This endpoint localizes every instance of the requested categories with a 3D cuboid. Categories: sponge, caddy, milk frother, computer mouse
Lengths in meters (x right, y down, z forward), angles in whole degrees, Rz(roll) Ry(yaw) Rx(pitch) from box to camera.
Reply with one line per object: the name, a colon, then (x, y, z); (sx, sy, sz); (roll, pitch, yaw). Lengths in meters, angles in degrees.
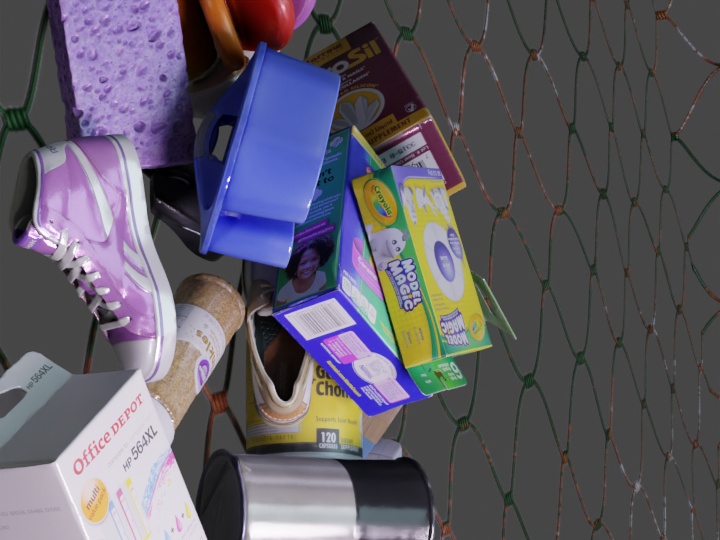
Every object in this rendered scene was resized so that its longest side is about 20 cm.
sponge: (-0.201, -0.184, 1.280); (0.111, 0.030, 0.201); (-10, 93, -36)
caddy: (-0.089, -0.099, 1.300); (0.142, 0.104, 0.201); (116, -12, -51)
milk frother: (-0.028, 0.258, 1.325); (0.187, 0.200, 0.181); (5, 99, -26)
computer mouse: (-0.160, -0.050, 1.366); (0.200, 0.046, 0.141); (51, 39, -49)

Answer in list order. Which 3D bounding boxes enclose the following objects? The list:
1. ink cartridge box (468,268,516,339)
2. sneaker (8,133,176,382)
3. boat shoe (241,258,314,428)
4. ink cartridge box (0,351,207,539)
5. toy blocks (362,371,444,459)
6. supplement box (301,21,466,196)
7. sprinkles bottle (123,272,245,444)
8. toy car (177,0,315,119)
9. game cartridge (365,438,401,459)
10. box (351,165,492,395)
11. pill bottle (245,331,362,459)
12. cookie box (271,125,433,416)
ink cartridge box: (0.074, 0.022, 1.683); (0.059, 0.200, 0.104); (-41, 130, -13)
sneaker: (-0.218, -0.002, 1.199); (0.114, 0.072, 0.201); (-14, 88, -44)
boat shoe: (-0.069, 0.038, 1.393); (0.068, 0.074, 0.201); (111, -26, -72)
ink cartridge box: (-0.211, 0.169, 1.099); (0.129, 0.125, 0.201); (-54, 132, -56)
toy blocks: (0.010, 0.136, 1.595); (0.100, 0.137, 0.200); (34, 16, 0)
supplement box: (0.006, -0.142, 1.561); (0.103, 0.131, 0.200); (58, 4, -40)
sprinkles bottle: (-0.162, 0.082, 1.300); (0.200, 0.068, 0.068); (-63, 138, -52)
toy car: (-0.114, -0.250, 1.403); (0.176, 0.149, 0.200); (68, 28, -27)
game cartridge: (0.005, 0.275, 1.596); (0.200, 0.040, 0.134); (-63, 153, -51)
box: (0.059, 0.008, 1.372); (0.117, 0.048, 0.201); (-6, 80, -65)
pill bottle: (-0.054, 0.095, 1.474); (0.112, 0.112, 0.201); (25, 60, -61)
cookie box: (0.000, 0.000, 1.399); (0.171, 0.075, 0.201); (49, 32, -40)
